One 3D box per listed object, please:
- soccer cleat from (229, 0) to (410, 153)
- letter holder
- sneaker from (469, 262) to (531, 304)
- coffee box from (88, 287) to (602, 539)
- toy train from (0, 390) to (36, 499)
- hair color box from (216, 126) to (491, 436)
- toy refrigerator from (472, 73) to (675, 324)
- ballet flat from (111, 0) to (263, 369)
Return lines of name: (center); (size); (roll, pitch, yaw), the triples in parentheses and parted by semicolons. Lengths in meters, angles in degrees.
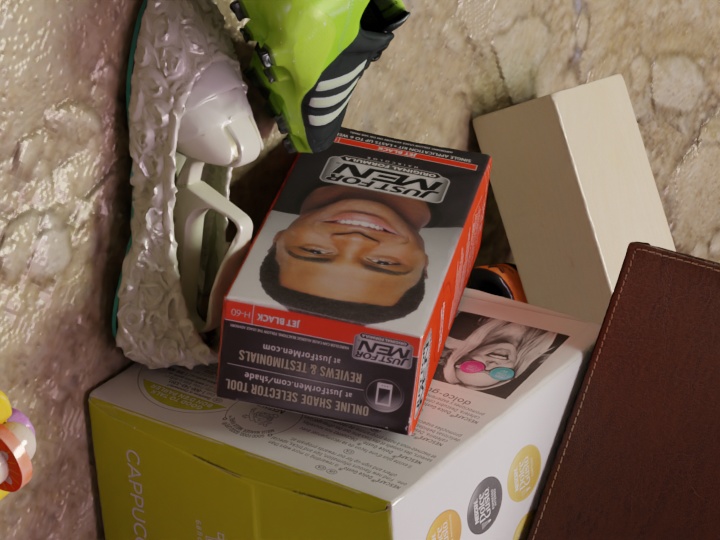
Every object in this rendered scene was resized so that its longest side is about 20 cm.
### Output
soccer cleat: (-0.015, -0.109, 1.385); (0.081, 0.068, 0.200); (-28, 169, -5)
letter holder: (0.183, 0.106, 1.411); (0.101, 0.142, 0.200); (29, 79, -57)
sneaker: (0.065, 0.091, 1.673); (0.090, 0.070, 0.200); (22, 83, -51)
coffee box: (0.000, 0.132, 1.468); (0.198, 0.200, 0.200); (-34, 131, -43)
toy train: (-0.205, 0.113, 1.292); (0.150, 0.056, 0.200); (-60, 146, -18)
hair color box: (0.000, 0.000, 1.424); (0.200, 0.101, 0.061); (-68, 167, -59)
toy refrigerator: (0.136, -0.007, 1.652); (0.076, 0.070, 0.200); (-21, 94, -49)
ballet flat: (-0.078, -0.044, 1.392); (0.072, 0.072, 0.200); (-17, 119, -51)
